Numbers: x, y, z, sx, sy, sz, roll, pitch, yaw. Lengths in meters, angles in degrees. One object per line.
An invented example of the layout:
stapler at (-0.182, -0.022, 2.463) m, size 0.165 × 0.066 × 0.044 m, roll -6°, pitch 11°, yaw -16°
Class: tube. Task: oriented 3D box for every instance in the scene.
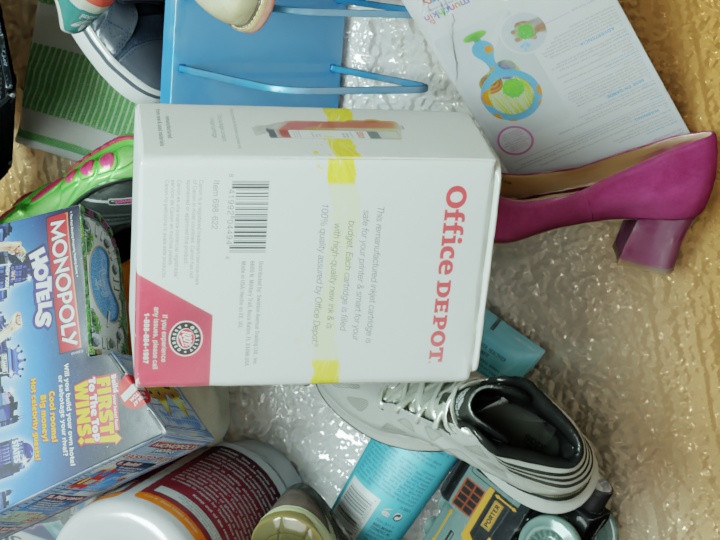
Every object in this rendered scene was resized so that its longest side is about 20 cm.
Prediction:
tube at (0.041, 0.113, 1.141) m, size 0.077 × 0.050 × 0.200 m, roll 34°, pitch 106°, yaw 9°

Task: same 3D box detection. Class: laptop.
laptop at (-0.286, -0.111, 1.124) m, size 0.103 × 0.177 × 0.201 m, roll -11°, pitch 80°, yaw -15°

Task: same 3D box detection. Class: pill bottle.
pill bottle at (-0.113, 0.181, 1.127) m, size 0.113 × 0.200 × 0.113 m, roll 4°, pitch 102°, yaw 21°

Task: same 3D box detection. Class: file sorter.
file sorter at (-0.032, -0.166, 1.043) m, size 0.123 × 0.139 × 0.201 m, roll 19°, pitch 109°, yaw 47°

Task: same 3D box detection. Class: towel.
towel at (-0.167, -0.168, 1.182) m, size 0.152 × 0.023 × 0.201 m, roll 17°, pitch 106°, yaw 19°

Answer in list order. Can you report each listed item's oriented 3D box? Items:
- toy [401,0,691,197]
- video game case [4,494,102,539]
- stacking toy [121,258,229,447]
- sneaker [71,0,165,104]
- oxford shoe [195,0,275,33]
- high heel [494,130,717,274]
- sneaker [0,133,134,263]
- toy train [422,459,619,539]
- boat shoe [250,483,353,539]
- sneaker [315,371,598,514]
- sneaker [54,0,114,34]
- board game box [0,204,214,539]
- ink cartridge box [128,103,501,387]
toy at (0.115, -0.138, 1.040) m, size 0.115 × 0.047 × 0.200 m, roll -22°, pitch 127°, yaw 22°
video game case at (-0.274, 0.117, 1.255) m, size 0.182 × 0.023 × 0.200 m, roll 17°, pitch 109°, yaw 8°
stacking toy at (-0.199, 0.076, 1.145) m, size 0.200 × 0.146 × 0.146 m, roll -19°, pitch 93°, yaw 3°
sneaker at (-0.165, -0.211, 1.120) m, size 0.079 × 0.078 × 0.200 m, roll -31°, pitch 84°, yaw 29°
oxford shoe at (-0.120, -0.210, 0.979) m, size 0.200 × 0.074 × 0.071 m, roll 52°, pitch 128°, yaw 29°
high heel at (0.119, -0.064, 1.040) m, size 0.199 × 0.067 × 0.096 m, roll 10°, pitch 114°, yaw -12°
sneaker at (-0.207, -0.022, 1.191) m, size 0.200 × 0.077 × 0.084 m, roll -26°, pitch 107°, yaw 37°
toy train at (0.089, 0.199, 1.121) m, size 0.114 × 0.085 × 0.200 m, roll 38°, pitch 113°, yaw 24°
boat shoe at (-0.010, 0.232, 1.121) m, size 0.072 × 0.066 × 0.201 m, roll -13°, pitch 113°, yaw 25°
sneaker at (0.056, 0.074, 1.035) m, size 0.200 × 0.115 × 0.076 m, roll 24°, pitch 72°, yaw 17°
sneaker at (-0.214, -0.231, 1.065) m, size 0.200 × 0.070 × 0.093 m, roll 47°, pitch 115°, yaw 26°
board game box at (-0.194, 0.069, 1.060) m, size 0.199 × 0.062 × 0.201 m, roll -11°, pitch 76°, yaw 24°
ink cartridge box at (-0.031, -0.014, 0.964) m, size 0.199 × 0.083 × 0.146 m, roll 1°, pitch 117°, yaw -10°
